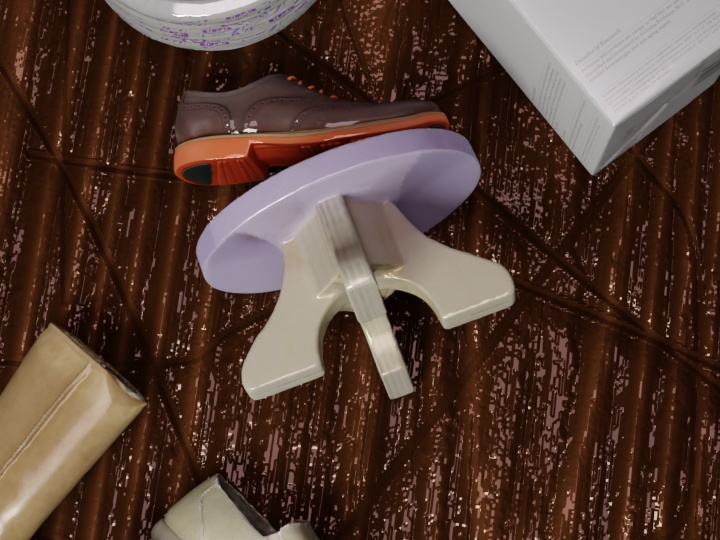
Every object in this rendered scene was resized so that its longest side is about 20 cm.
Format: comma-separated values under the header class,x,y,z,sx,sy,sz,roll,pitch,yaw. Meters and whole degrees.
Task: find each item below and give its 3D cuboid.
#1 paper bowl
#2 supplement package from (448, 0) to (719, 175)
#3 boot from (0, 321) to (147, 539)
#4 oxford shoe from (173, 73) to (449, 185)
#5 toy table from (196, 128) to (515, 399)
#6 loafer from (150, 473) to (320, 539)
class,x,y,z,sx,sy,sz,roll,pitch,yaw
paper bowl,-0.108,-0.258,0.930,0.199,0.104,0.202,0,79,2
supplement package,0.152,-0.192,0.894,0.120,0.121,0.200,-37,80,-4
boot,-0.215,0.159,0.860,0.175,0.066,0.200,36,82,21
oxford shoe,-0.037,-0.111,0.915,0.199,0.071,0.073,-5,73,2
toy table,0.000,0.000,0.844,0.199,0.184,0.118,-27,62,10
loafer,-0.044,0.201,0.847,0.199,0.076,0.069,28,87,9
